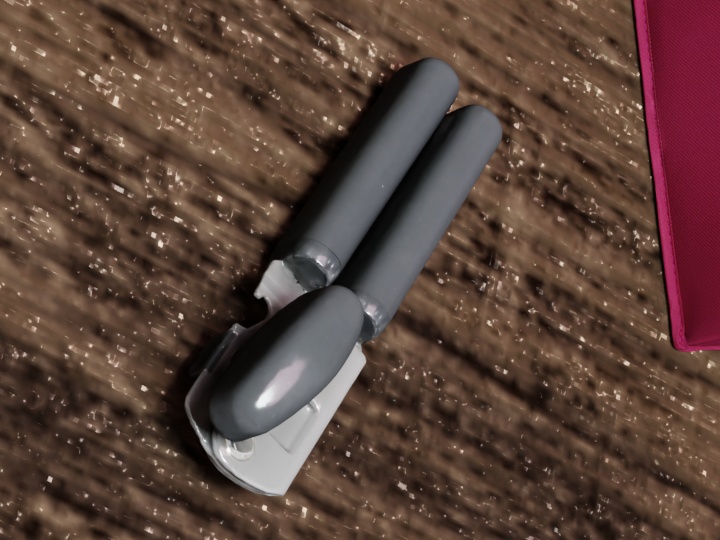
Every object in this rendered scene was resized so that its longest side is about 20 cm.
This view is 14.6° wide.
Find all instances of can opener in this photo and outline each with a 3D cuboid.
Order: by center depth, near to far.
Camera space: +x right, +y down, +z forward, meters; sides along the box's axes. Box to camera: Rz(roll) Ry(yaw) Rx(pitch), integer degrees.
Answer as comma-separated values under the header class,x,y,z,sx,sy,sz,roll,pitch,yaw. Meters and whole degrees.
class,x,y,z,sx,sy,sz,roll,pitch,yaw
can opener,0.000,0.000,1.028,0.053,0.066,0.200,48,50,-20

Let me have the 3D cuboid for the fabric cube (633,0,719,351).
class,x,y,z,sx,sy,sz,roll,pitch,yaw
fabric cube,0.256,-0.075,1.168,0.199,0.199,0.197,0,79,-40
